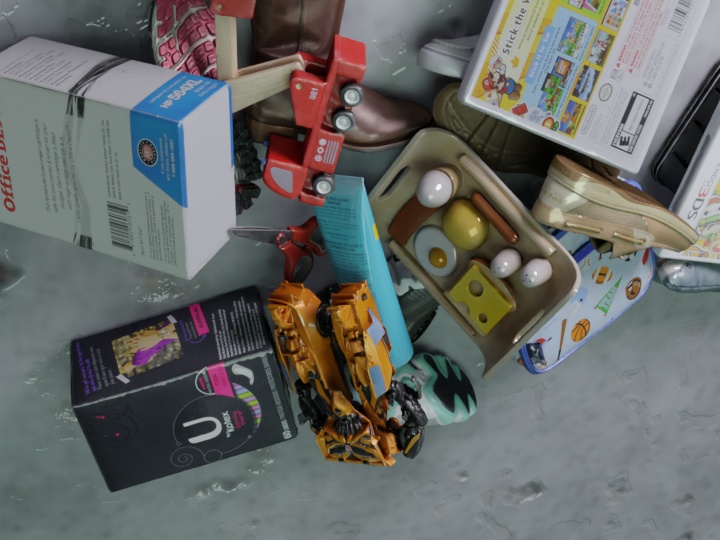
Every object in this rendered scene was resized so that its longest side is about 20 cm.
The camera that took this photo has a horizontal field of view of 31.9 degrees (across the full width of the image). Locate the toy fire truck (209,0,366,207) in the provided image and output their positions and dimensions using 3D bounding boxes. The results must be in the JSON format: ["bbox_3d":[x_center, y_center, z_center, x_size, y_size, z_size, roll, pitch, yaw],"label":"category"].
[{"bbox_3d":[-0.069,-0.156,1.054,0.139,0.049,0.202,14,124,-9],"label":"toy fire truck"}]

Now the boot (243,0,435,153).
[{"bbox_3d":[-0.013,-0.206,1.089,0.183,0.064,0.202,-3,122,-14],"label":"boot"}]

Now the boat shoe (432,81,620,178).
[{"bbox_3d":[0.153,-0.133,1.181,0.198,0.065,0.073,17,124,-21],"label":"boat shoe"}]

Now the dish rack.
[{"bbox_3d":[0.411,-0.117,1.270,0.198,0.055,0.154,15,121,-26],"label":"dish rack"}]

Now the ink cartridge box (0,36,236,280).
[{"bbox_3d":[-0.209,-0.096,1.038,0.198,0.084,0.148,17,128,20],"label":"ink cartridge box"}]

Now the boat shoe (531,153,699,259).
[{"bbox_3d":[0.234,-0.047,1.164,0.198,0.071,0.065,19,107,-35],"label":"boat shoe"}]

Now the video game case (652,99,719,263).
[{"bbox_3d":[0.407,-0.083,1.244,0.197,0.023,0.184,5,124,-22],"label":"video game case"}]

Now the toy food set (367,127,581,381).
[{"bbox_3d":[0.089,-0.013,1.149,0.060,0.200,0.144,-30,164,-50],"label":"toy food set"}]

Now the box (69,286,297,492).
[{"bbox_3d":[-0.174,0.117,1.245,0.197,0.107,0.123,-16,127,-2],"label":"box"}]

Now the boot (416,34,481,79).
[{"bbox_3d":[0.150,-0.213,1.130,0.197,0.074,0.097,4,108,-18],"label":"boot"}]

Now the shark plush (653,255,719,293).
[{"bbox_3d":[0.384,0.017,1.337,0.198,0.084,0.091,27,114,-29],"label":"shark plush"}]

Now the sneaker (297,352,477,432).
[{"bbox_3d":[0.020,0.147,1.348,0.198,0.079,0.140,12,143,-39],"label":"sneaker"}]

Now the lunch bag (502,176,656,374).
[{"bbox_3d":[0.200,-0.002,1.243,0.199,0.075,0.161,-37,133,-19],"label":"lunch bag"}]

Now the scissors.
[{"bbox_3d":[-0.068,-0.036,1.149,0.074,0.014,0.200,-54,158,-4],"label":"scissors"}]

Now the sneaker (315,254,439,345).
[{"bbox_3d":[0.051,0.028,1.270,0.198,0.067,0.091,-25,130,8],"label":"sneaker"}]

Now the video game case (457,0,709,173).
[{"bbox_3d":[0.200,-0.209,1.087,0.180,0.023,0.202,19,99,-17],"label":"video game case"}]

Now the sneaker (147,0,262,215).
[{"bbox_3d":[-0.150,-0.142,1.091,0.080,0.074,0.203,-34,124,-39],"label":"sneaker"}]

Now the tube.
[{"bbox_3d":[0.000,0.000,1.179,0.077,0.050,0.202,6,125,37],"label":"tube"}]

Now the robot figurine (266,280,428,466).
[{"bbox_3d":[-0.016,0.105,1.190,0.143,0.058,0.202,-1,119,34],"label":"robot figurine"}]
